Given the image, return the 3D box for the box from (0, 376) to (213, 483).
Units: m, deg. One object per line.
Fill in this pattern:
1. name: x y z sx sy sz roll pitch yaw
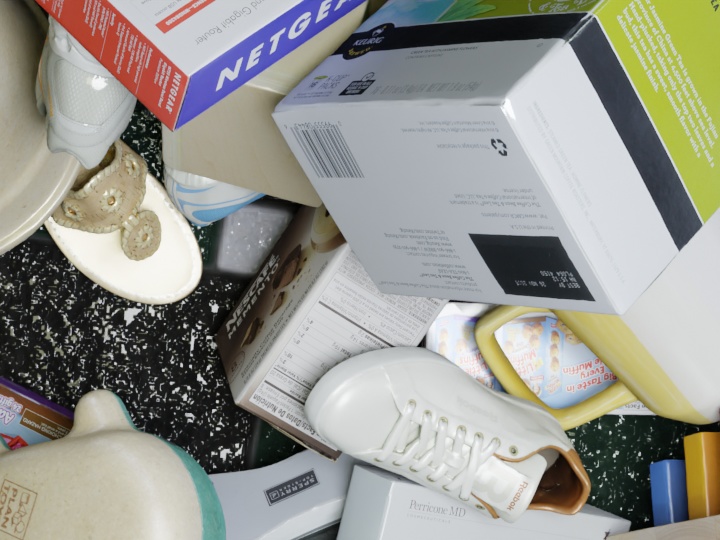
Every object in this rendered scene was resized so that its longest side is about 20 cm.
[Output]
1. box: -0.208 0.151 1.219 0.199 0.039 0.138 25 90 10

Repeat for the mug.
1. mug: 0.185 0.016 1.240 0.154 0.186 0.150 52 50 -13

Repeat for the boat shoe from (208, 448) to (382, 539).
1. boat shoe: -0.056 0.160 1.258 0.198 0.069 0.057 -19 138 2

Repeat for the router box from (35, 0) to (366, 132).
1. router box: -0.089 -0.193 1.056 0.179 0.049 0.200 44 56 13

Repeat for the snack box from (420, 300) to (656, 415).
1. snack box: 0.139 0.058 1.296 0.198 0.024 0.073 1 92 -8

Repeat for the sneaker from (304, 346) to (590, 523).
1. sneaker: 0.061 0.102 1.169 0.199 0.085 0.073 15 113 -35

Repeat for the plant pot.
1. plant pot: -0.269 -0.119 1.123 0.198 0.184 0.203 -1 75 5

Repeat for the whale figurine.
1. whale figurine: -0.164 0.149 1.157 0.199 0.103 0.161 14 87 34

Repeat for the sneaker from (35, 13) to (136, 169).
1. sneaker: -0.157 -0.120 1.128 0.075 0.200 0.093 18 108 -7

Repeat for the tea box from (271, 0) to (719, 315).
1. tea box: 0.099 -0.092 1.033 0.197 0.199 0.134 -45 117 -27

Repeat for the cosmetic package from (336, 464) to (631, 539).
1. cosmetic package: 0.069 0.213 1.243 0.199 0.052 0.152 14 93 -34

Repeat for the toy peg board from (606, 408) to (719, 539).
1. toy peg board: 0.284 0.126 1.222 0.198 0.199 0.099 4 76 -23

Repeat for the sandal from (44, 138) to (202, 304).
1. sandal: -0.177 -0.061 1.226 0.077 0.070 0.212 -37 97 -4

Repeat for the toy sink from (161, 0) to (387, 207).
1. toy sink: -0.039 -0.162 1.170 0.111 0.131 0.202 15 65 1

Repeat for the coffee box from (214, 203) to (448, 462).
1. coffee box: 0.000 0.000 1.206 0.079 0.113 0.201 31 102 -20

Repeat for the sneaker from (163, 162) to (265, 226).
1. sneaker: -0.041 -0.099 1.253 0.199 0.073 0.072 -33 68 -16
